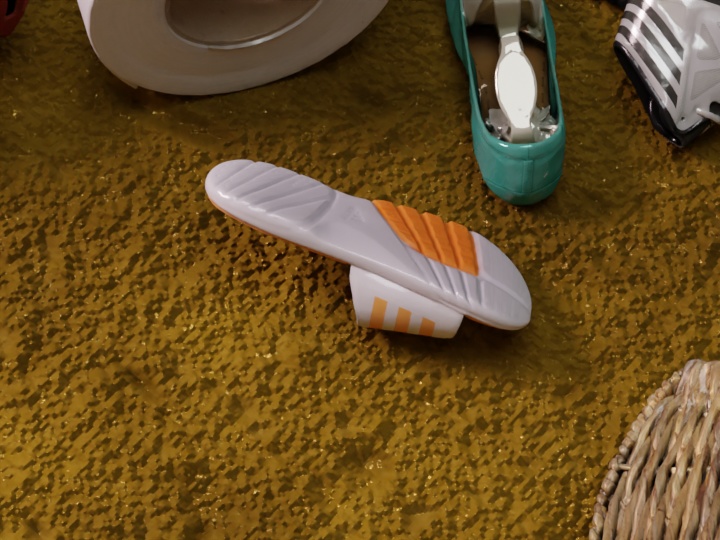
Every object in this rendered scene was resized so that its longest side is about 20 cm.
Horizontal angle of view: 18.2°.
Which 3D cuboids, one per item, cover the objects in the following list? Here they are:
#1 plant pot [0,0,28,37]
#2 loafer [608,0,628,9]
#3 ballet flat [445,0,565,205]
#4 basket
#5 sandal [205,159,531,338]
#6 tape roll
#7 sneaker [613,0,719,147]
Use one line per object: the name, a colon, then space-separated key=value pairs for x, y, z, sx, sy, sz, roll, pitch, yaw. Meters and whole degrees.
plant pot: x=-0.312 y=-0.210 z=1.363 sx=0.200 sy=0.201 sz=0.196 roll=-30 pitch=75 yaw=-19
loafer: x=0.130 y=-0.246 z=1.480 sx=0.200 sy=0.068 sz=0.070 roll=35 pitch=56 yaw=9
ballet flat: x=0.095 y=-0.139 z=1.411 sx=0.067 sy=0.070 sz=0.201 roll=-4 pitch=60 yaw=-6
basket: x=0.216 y=0.168 z=1.249 sx=0.142 sy=0.149 sz=0.200 roll=-1 pitch=54 yaw=34
sandal: x=0.001 y=-0.004 z=1.332 sx=0.206 sy=0.059 sz=0.079 roll=22 pitch=31 yaw=-3
tape roll: x=-0.077 y=-0.192 z=1.355 sx=0.202 sy=0.203 sz=0.071 roll=-14 pitch=62 yaw=-12
sneaker: x=0.249 y=-0.117 z=1.424 sx=0.200 sy=0.076 sz=0.116 roll=28 pitch=92 yaw=-6
